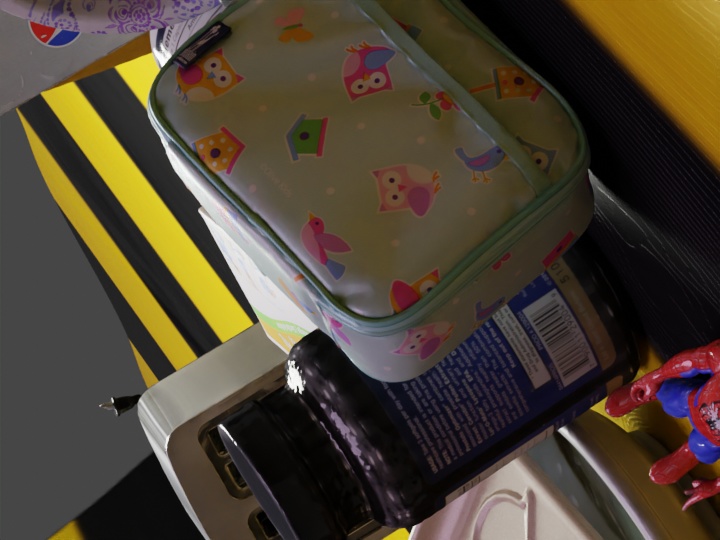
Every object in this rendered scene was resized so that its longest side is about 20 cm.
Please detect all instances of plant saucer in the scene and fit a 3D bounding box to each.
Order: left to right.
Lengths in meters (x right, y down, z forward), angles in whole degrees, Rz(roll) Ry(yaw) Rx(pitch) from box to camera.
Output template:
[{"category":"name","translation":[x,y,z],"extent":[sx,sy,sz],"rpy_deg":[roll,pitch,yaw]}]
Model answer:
[{"category":"plant saucer","translation":[0.157,0.143,1.440],"extent":[0.201,0.050,0.200],"rpy_deg":[56,170,15]}]

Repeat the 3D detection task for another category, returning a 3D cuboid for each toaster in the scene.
[{"category":"toaster","translation":[-0.068,0.142,2.100],"extent":[0.181,0.199,0.119],"rpy_deg":[62,174,-19]}]

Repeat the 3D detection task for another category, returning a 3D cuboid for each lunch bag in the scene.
[{"category":"lunch bag","translation":[0.006,-0.063,1.257],"extent":[0.200,0.160,0.077],"rpy_deg":[46,171,25]}]

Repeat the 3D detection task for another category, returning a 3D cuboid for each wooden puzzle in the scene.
[{"category":"wooden puzzle","translation":[0.095,0.206,1.456],"extent":[0.200,0.046,0.186],"rpy_deg":[45,126,41]}]

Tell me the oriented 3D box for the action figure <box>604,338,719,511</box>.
[{"category":"action figure","translation":[0.158,0.069,1.232],"extent":[0.066,0.052,0.200],"rpy_deg":[61,168,3]}]

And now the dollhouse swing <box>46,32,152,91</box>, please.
[{"category":"dollhouse swing","translation":[-0.162,-0.146,1.748],"extent":[0.200,0.175,0.182],"rpy_deg":[48,166,41]}]

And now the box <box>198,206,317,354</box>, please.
[{"category":"box","translation":[0.000,0.000,1.588],"extent":[0.102,0.112,0.200],"rpy_deg":[62,168,-25]}]

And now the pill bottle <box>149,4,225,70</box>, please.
[{"category":"pill bottle","translation":[-0.042,-0.116,1.433],"extent":[0.200,0.115,0.116],"rpy_deg":[51,168,36]}]

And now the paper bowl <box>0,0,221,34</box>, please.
[{"category":"paper bowl","translation":[-0.131,-0.225,1.343],"extent":[0.201,0.199,0.105],"rpy_deg":[68,-161,-45]}]

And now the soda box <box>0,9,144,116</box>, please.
[{"category":"soda box","translation":[-0.151,-0.168,1.554],"extent":[0.068,0.199,0.063],"rpy_deg":[61,170,-19]}]

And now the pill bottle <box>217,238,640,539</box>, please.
[{"category":"pill bottle","translation":[0.033,0.059,1.351],"extent":[0.112,0.199,0.112],"rpy_deg":[55,170,15]}]
